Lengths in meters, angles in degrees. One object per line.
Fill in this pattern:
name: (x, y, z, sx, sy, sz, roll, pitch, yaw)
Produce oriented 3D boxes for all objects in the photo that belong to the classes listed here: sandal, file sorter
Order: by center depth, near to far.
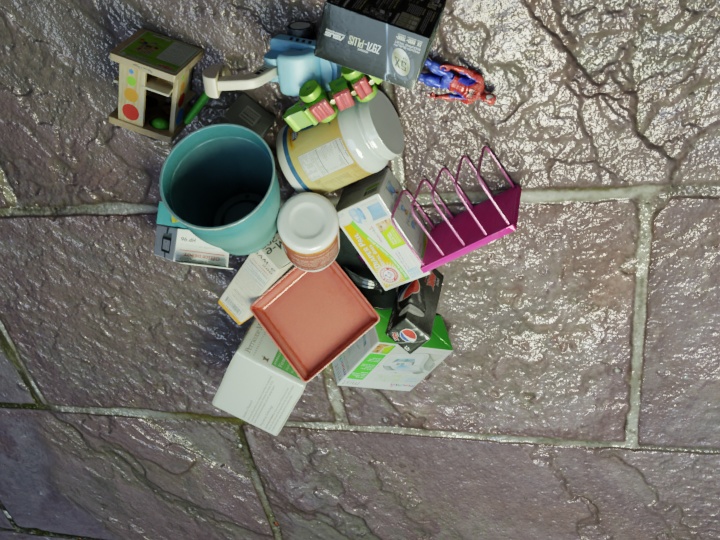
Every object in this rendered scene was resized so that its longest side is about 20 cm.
file sorter: (0.172, -0.117, 1.348, 0.199, 0.139, 0.126, -26, 114, 31)
sandal: (-0.001, 0.000, 1.493, 0.201, 0.075, 0.048, 47, 157, 6)

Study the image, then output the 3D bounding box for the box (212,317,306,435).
box: (-0.205, 0.217, 1.678, 0.170, 0.200, 0.201, 26, 128, -4)

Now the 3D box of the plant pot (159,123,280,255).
plant pot: (-0.230, -0.124, 1.312, 0.198, 0.202, 0.188, 9, 159, 10)

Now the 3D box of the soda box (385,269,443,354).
soda box: (0.110, 0.066, 1.466, 0.071, 0.201, 0.063, 40, 126, -15)

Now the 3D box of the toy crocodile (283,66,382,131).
toy crocodile: (-0.036, -0.288, 1.211, 0.199, 0.062, 0.068, -26, 137, 12)

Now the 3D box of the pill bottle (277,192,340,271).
pill bottle: (-0.094, -0.062, 1.388, 0.111, 0.113, 0.200, 17, 166, 4)

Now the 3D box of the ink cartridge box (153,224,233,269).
ink cartridge box: (-0.338, -0.049, 1.505, 0.115, 0.199, 0.069, 7, 93, -31)

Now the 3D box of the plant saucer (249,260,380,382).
plant saucer: (-0.091, 0.088, 1.487, 0.200, 0.037, 0.200, -40, 75, 1)

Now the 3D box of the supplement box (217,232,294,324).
supplement box: (-0.203, 0.010, 1.558, 0.074, 0.126, 0.200, 45, 128, 6)

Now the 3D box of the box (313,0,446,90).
box: (0.035, -0.380, 1.149, 0.162, 0.201, 0.087, 19, 128, 1)

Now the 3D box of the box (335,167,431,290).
box: (0.052, -0.077, 1.438, 0.112, 0.102, 0.201, -22, 117, 29)

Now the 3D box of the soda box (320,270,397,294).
soda box: (-0.021, 0.025, 1.563, 0.198, 0.064, 0.069, 17, 131, 4)

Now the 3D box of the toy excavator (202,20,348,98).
toy excavator: (-0.139, -0.338, 1.237, 0.193, 0.200, 0.101, 17, 131, 22)

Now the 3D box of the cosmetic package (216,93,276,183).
cosmetic package: (-0.260, -0.229, 1.415, 0.090, 0.107, 0.200, 36, 130, -11)

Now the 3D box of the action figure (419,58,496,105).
action figure: (0.140, -0.327, 1.258, 0.198, 0.052, 0.066, 21, 126, -3)

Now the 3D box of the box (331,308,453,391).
box: (0.062, 0.169, 1.576, 0.198, 0.097, 0.177, 11, 136, -33)

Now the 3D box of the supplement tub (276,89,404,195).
supplement tub: (-0.036, -0.228, 1.323, 0.199, 0.145, 0.145, -20, 119, 28)

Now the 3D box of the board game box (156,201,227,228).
board game box: (-0.287, -0.100, 1.495, 0.198, 0.151, 0.047, 8, 92, 10)

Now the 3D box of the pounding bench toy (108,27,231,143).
pounding bench toy: (-0.343, -0.321, 1.358, 0.198, 0.125, 0.157, 19, 130, 2)
